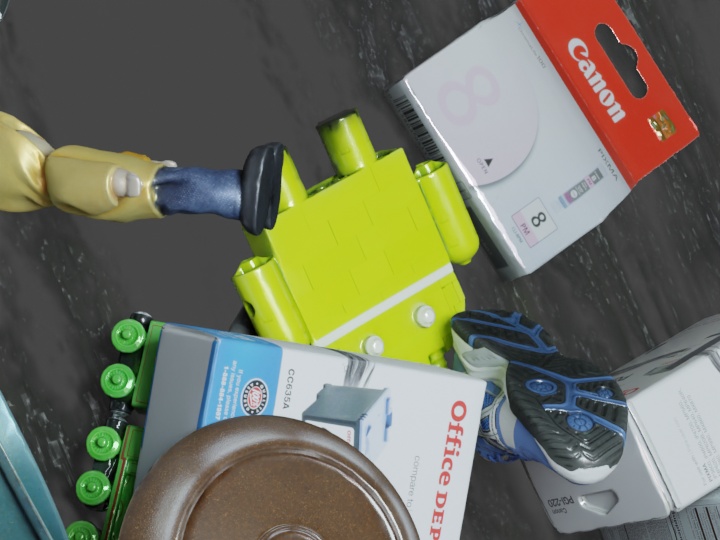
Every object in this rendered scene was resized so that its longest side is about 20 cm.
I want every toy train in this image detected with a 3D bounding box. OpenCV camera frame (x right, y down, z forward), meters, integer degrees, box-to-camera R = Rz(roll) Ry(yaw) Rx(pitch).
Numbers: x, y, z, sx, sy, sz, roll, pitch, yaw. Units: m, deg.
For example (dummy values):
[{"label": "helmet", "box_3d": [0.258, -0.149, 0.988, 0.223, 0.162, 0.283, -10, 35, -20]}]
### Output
[{"label": "toy train", "box_3d": [-0.147, 0.125, 1.493, 0.056, 0.042, 0.200, 10, 77, 7]}]

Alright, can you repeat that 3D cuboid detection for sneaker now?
[{"label": "sneaker", "box_3d": [0.114, 0.093, 1.513, 0.076, 0.200, 0.077, -1, 111, -18]}]

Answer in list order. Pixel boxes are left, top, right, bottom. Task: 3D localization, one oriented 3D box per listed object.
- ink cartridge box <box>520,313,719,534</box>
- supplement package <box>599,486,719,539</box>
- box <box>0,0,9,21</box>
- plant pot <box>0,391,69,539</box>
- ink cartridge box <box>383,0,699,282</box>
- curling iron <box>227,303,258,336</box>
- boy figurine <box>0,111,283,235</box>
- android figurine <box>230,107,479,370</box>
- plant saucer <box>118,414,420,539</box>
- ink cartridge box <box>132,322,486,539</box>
[{"label": "ink cartridge box", "box_3d": [0.223, 0.094, 1.589, 0.200, 0.146, 0.085, -29, 93, -31]}, {"label": "supplement package", "box_3d": [0.302, 0.190, 1.591, 0.191, 0.200, 0.147, -21, 90, -23]}, {"label": "box", "box_3d": [-0.258, -0.247, 1.448, 0.124, 0.149, 0.200, 22, 74, -17]}, {"label": "plant pot", "box_3d": [-0.290, 0.133, 1.353, 0.196, 0.200, 0.200, -27, 93, -6]}, {"label": "ink cartridge box", "box_3d": [0.136, -0.112, 1.649, 0.200, 0.057, 0.163, -35, 96, -18]}, {"label": "curling iron", "box_3d": [-0.076, 0.056, 1.551, 0.050, 0.026, 0.200, 38, 64, -36]}, {"label": "boy figurine", "box_3d": [-0.150, -0.061, 1.490, 0.200, 0.124, 0.065, 8, 98, 11]}, {"label": "android figurine", "box_3d": [0.000, 0.000, 1.565, 0.182, 0.041, 0.200, -28, 101, -30]}, {"label": "plant saucer", "box_3d": [-0.044, 0.178, 1.371, 0.200, 0.032, 0.200, 9, 68, -23]}, {"label": "ink cartridge box", "box_3d": [-0.033, 0.121, 1.479, 0.200, 0.086, 0.147, 10, 89, -30]}]
